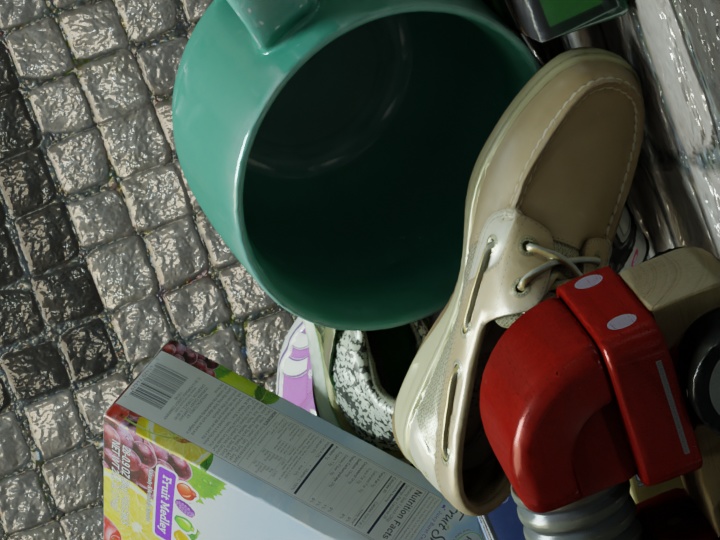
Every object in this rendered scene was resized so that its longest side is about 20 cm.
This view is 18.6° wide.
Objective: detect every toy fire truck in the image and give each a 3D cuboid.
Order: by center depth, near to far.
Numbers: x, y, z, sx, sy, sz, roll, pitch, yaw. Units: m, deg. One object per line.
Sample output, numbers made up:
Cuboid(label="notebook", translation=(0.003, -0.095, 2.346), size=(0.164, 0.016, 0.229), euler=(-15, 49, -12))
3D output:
Cuboid(label="toy fire truck", translation=(0.079, 0.099, 0.868), size=(0.129, 0.199, 0.177), euler=(-118, 7, -69))

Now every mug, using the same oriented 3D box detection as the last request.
Cuboid(label="mug", translation=(-0.006, -0.081, 0.951), size=(0.114, 0.151, 0.186), euler=(-130, 34, -52))

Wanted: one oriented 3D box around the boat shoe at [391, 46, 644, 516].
Cuboid(label="boat shoe", translation=(0.075, 0.007, 0.920), size=(0.201, 0.072, 0.065), euler=(-67, 28, 15))

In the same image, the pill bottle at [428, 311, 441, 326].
Cuboid(label="pill bottle", translation=(0.090, 0.028, 1.112), size=(0.111, 0.110, 0.201), euler=(72, 177, -51))

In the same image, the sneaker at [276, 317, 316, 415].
Cuboid(label="sneaker", translation=(-0.004, 0.068, 1.238), size=(0.115, 0.072, 0.201), euler=(-94, 15, -45))

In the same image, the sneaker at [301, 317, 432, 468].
Cuboid(label="sneaker", translation=(0.000, 0.000, 1.087), size=(0.201, 0.076, 0.089), euler=(67, 158, 7))

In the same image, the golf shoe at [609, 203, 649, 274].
Cuboid(label="golf shoe", translation=(0.054, -0.048, 1.067), size=(0.092, 0.073, 0.200), euler=(18, -163, -48))

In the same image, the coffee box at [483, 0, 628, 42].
Cuboid(label="coffee box", translation=(0.058, -0.168, 0.957), size=(0.200, 0.044, 0.124), euler=(-117, 6, -76))

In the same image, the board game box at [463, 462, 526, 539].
Cuboid(label="board game box", translation=(0.118, 0.201, 1.019), size=(0.200, 0.061, 0.201), euler=(73, 174, -66))

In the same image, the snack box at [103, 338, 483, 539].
Cuboid(label="snack box", translation=(-0.034, 0.149, 1.113), size=(0.199, 0.068, 0.169), euler=(25, 140, 16))

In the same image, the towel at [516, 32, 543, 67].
Cuboid(label="towel", translation=(0.028, -0.154, 1.104), size=(0.199, 0.030, 0.147), euler=(33, -159, -34))

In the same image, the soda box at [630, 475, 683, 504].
Cuboid(label="soda box", translation=(0.154, 0.120, 1.001), size=(0.068, 0.064, 0.201), euler=(-114, 5, -55))
